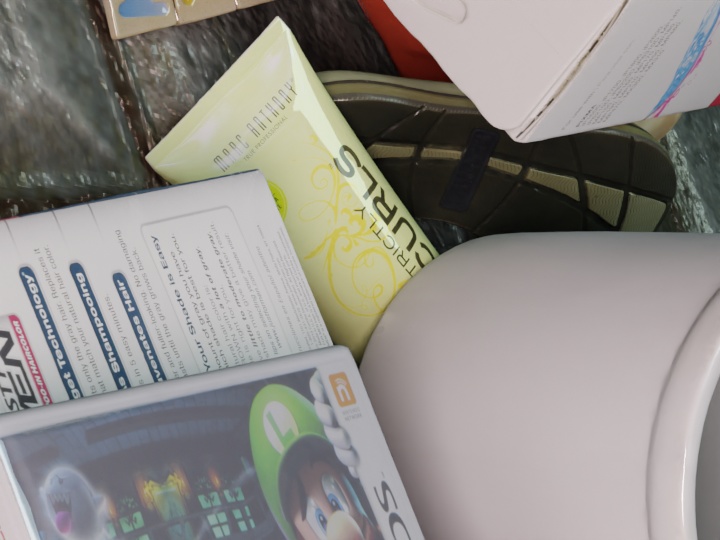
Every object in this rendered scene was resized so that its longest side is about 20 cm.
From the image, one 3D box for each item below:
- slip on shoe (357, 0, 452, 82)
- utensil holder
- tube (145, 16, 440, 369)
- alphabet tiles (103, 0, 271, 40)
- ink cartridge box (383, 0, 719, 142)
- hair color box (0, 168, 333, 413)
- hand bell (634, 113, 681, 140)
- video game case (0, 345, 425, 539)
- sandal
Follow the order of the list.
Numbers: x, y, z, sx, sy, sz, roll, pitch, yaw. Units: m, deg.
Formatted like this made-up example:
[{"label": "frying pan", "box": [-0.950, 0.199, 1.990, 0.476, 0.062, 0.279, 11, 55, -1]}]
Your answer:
[{"label": "slip on shoe", "box": [0.018, -0.136, 1.084, 0.061, 0.074, 0.201, -11, 74, -51]}, {"label": "utensil holder", "box": [0.114, 0.067, 0.895, 0.169, 0.200, 0.171, -2, 93, -34]}, {"label": "tube", "box": [0.000, 0.000, 0.961, 0.200, 0.052, 0.058, 51, 31, -26]}, {"label": "alphabet tiles", "box": [-0.065, -0.184, 0.954, 0.199, 0.006, 0.168, -21, 103, -46]}, {"label": "ink cartridge box", "box": [0.093, -0.139, 1.015, 0.148, 0.086, 0.200, 49, 30, 18]}, {"label": "hair color box", "box": [-0.084, 0.032, 0.784, 0.200, 0.060, 0.101, -16, 82, -62]}, {"label": "hand bell", "box": [0.079, -0.015, 1.095, 0.104, 0.104, 0.201, 46, 45, -32]}, {"label": "video game case", "box": [-0.024, 0.117, 0.710, 0.200, 0.023, 0.183, -9, 74, -61]}, {"label": "sandal", "box": [0.049, -0.052, 1.017, 0.200, 0.080, 0.057, 16, 31, -28]}]
